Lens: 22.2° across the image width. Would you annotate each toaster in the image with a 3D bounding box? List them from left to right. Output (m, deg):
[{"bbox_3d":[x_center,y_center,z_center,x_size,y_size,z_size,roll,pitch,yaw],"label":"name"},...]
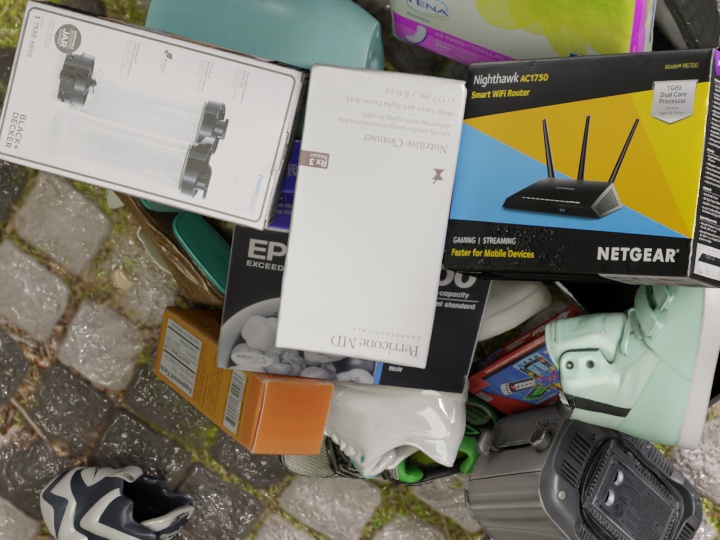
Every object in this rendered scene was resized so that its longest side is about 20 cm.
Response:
[{"bbox_3d":[0.180,0.190,1.485,0.200,0.114,0.129,41,153,-26],"label":"toaster"}]

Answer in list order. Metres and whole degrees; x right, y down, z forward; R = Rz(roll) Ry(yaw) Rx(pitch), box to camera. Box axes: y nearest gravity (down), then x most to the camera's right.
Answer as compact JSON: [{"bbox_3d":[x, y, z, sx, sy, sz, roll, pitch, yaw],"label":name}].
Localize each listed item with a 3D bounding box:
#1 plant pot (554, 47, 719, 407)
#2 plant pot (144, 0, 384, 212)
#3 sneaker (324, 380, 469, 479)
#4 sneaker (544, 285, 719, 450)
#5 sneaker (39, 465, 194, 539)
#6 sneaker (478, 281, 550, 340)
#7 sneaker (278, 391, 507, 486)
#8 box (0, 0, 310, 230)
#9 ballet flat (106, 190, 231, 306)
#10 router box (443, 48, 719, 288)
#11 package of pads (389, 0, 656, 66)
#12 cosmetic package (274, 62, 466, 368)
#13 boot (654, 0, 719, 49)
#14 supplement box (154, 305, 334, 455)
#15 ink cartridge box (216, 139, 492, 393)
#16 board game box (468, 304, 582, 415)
[{"bbox_3d":[0.259,-0.049,1.346,0.199,0.177,0.200,-39,96,28],"label":"plant pot"},{"bbox_3d":[-0.069,-0.135,1.406,0.161,0.201,0.201,7,115,8],"label":"plant pot"},{"bbox_3d":[-0.003,0.126,1.507,0.200,0.075,0.089,-3,82,39],"label":"sneaker"},{"bbox_3d":[0.187,0.030,1.258,0.118,0.074,0.201,8,117,7],"label":"sneaker"},{"bbox_3d":[-0.196,0.262,1.679,0.129,0.079,0.199,-19,96,33],"label":"sneaker"},{"bbox_3d":[0.053,0.017,1.496,0.200,0.075,0.089,-10,97,23],"label":"sneaker"},{"bbox_3d":[0.019,0.143,1.557,0.200,0.085,0.078,-11,109,22],"label":"sneaker"},{"bbox_3d":[-0.144,-0.109,1.289,0.200,0.060,0.117,14,97,3],"label":"box"},{"bbox_3d":[-0.171,-0.050,1.553,0.072,0.068,0.200,-20,110,44],"label":"ballet flat"},{"bbox_3d":[0.154,-0.067,1.229,0.200,0.051,0.149,2,82,42],"label":"router box"},{"bbox_3d":[0.113,-0.203,1.318,0.200,0.068,0.155,22,152,17],"label":"package of pads"},{"bbox_3d":[0.006,-0.040,1.287,0.113,0.081,0.200,6,96,0],"label":"cosmetic package"},{"bbox_3d":[0.170,-0.225,1.373,0.131,0.068,0.200,-29,102,38],"label":"boot"},{"bbox_3d":[-0.099,0.087,1.509,0.066,0.200,0.069,4,106,-31],"label":"supplement box"},{"bbox_3d":[0.000,0.000,1.373,0.198,0.043,0.200,6,128,-4],"label":"ink cartridge box"},{"bbox_3d":[0.164,0.084,1.453,0.103,0.019,0.200,31,153,-11],"label":"board game box"}]
